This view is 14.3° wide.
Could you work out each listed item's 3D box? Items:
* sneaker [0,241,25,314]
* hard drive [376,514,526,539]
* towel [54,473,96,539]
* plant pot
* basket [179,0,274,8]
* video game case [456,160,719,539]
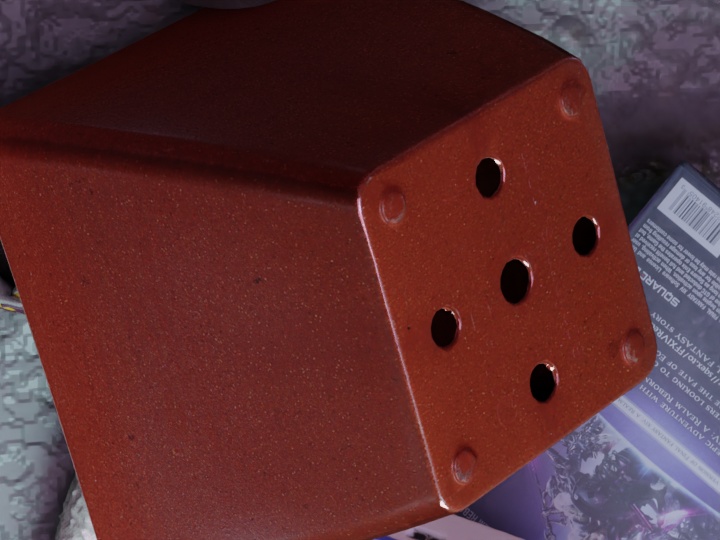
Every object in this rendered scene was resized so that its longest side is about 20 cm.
[{"bbox_3d":[-0.111,0.001,1.191,0.199,0.090,0.075,21,99,-17],"label":"sneaker"},{"bbox_3d":[0.072,0.180,1.228,0.025,0.132,0.201,-46,125,-23],"label":"hard drive"},{"bbox_3d":[-0.048,0.154,1.277,0.199,0.034,0.133,16,98,-18],"label":"towel"},{"bbox_3d":[0.000,0.000,1.130,0.200,0.176,0.201,-31,114,-39],"label":"plant pot"},{"bbox_3d":[-0.051,-0.187,1.083,0.179,0.200,0.137,-9,74,-3],"label":"basket"},{"bbox_3d":[0.129,0.075,1.228,0.143,0.019,0.200,40,94,9],"label":"video game case"}]
